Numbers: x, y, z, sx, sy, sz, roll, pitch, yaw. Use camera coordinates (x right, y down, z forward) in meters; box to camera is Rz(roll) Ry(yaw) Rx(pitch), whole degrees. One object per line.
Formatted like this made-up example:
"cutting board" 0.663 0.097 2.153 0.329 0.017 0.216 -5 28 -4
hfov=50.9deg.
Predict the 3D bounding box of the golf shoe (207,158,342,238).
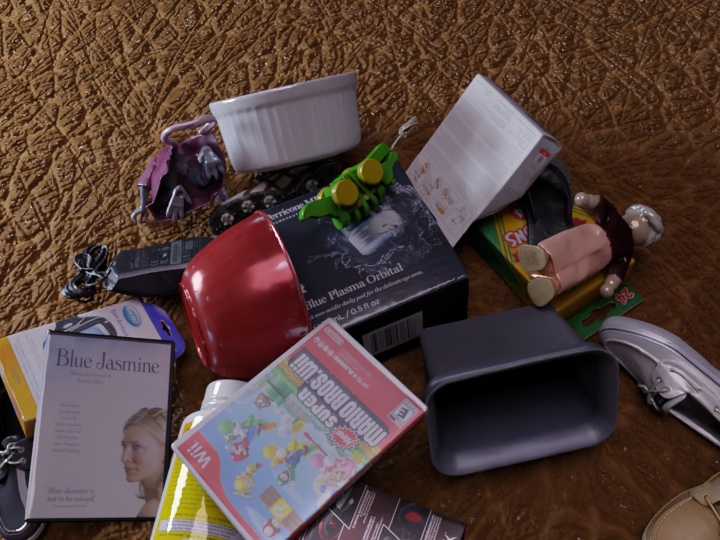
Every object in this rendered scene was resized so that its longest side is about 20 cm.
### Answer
"golf shoe" -0.116 -0.097 1.026 0.199 0.078 0.088 -23 38 -15

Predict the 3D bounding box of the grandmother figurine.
"grandmother figurine" 0.272 -0.032 0.870 0.199 0.122 0.060 -19 15 -27

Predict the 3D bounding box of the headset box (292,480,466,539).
"headset box" -0.006 0.261 0.725 0.199 0.149 0.075 16 58 16

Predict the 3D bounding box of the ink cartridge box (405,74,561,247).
"ink cartridge box" 0.142 -0.127 0.970 0.050 0.201 0.163 16 30 -37

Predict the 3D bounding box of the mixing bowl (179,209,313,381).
"mixing bowl" -0.134 0.044 0.839 0.108 0.201 0.201 -19 56 -18

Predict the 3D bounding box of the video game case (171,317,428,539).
"video game case" -0.055 0.149 0.707 0.200 0.018 0.143 -38 61 -22

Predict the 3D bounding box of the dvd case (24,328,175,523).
"dvd case" -0.278 0.169 0.826 0.142 0.018 0.202 8 67 -25

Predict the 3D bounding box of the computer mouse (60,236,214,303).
"computer mouse" -0.267 0.003 0.969 0.198 0.053 0.139 -8 27 -3

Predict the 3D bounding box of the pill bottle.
"pill bottle" -0.146 0.221 0.788 0.108 0.110 0.201 4 58 8

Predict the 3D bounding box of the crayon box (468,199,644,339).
"crayon box" 0.244 -0.015 0.942 0.126 0.051 0.200 -31 60 -15

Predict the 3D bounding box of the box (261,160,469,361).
"box" 0.000 0.000 0.915 0.195 0.118 0.201 -22 56 -9

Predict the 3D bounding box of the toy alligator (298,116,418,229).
"toy alligator" 0.013 -0.105 0.885 0.200 0.059 0.054 -42 103 -23

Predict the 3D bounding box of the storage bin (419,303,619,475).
"storage bin" 0.158 0.122 0.822 0.198 0.146 0.135 -12 29 -2

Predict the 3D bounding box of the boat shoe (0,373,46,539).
"boat shoe" -0.394 0.205 0.848 0.072 0.063 0.201 -17 57 -5

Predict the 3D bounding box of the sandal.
"sandal" 0.231 -0.085 0.929 0.075 0.048 0.202 -5 57 1

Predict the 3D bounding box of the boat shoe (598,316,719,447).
"boat shoe" 0.344 0.124 0.826 0.199 0.074 0.067 31 62 22

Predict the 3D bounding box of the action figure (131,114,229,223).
"action figure" -0.252 -0.135 1.008 0.133 0.150 0.200 -17 24 -16

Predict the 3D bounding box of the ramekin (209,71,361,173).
"ramekin" -0.093 -0.196 1.012 0.199 0.098 0.201 -11 14 3

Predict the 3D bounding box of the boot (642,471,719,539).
"boot" 0.370 0.212 0.718 0.199 0.156 0.073 -21 57 -8

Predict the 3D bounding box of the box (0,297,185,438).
"box" -0.312 0.105 0.893 0.199 0.042 0.119 -17 54 -33
